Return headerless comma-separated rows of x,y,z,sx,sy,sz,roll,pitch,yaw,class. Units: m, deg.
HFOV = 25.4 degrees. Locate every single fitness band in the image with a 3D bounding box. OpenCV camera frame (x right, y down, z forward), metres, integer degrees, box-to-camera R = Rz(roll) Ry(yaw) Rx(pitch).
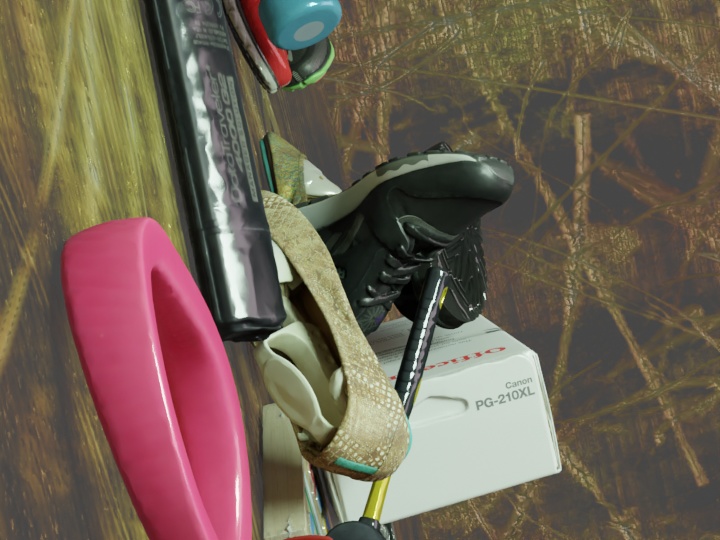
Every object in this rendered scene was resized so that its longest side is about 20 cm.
-0.067,0.065,0.583,0.200,0.037,0.145,74,1,-66,fitness band

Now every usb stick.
-0.078,-0.061,0.850,0.055,0.032,0.202,1,75,-56,usb stick

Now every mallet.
0.018,0.090,0.907,0.066,0.041,0.202,56,47,-74,mallet

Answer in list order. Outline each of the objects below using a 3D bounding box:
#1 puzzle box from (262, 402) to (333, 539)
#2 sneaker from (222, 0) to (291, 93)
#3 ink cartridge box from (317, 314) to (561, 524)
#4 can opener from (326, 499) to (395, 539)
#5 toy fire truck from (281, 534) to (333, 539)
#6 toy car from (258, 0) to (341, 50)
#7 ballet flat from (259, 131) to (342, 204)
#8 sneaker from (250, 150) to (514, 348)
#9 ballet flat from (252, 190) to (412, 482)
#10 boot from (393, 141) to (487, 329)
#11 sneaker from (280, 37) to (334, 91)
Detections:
-0.025,0.196,0.966,0.133,0.025,0.201,-97,174,-61,puzzle box
-0.074,-0.243,1.308,0.077,0.084,0.202,69,9,-69,sneaker
0.033,0.091,1.058,0.200,0.144,0.085,-141,-144,-79,ink cartridge box
-0.020,0.148,1.231,0.067,0.053,0.201,-47,-131,53,can opener
-0.009,0.248,0.784,0.141,0.048,0.201,75,3,-52,toy fire truck
-0.079,-0.286,1.142,0.199,0.176,0.185,7,54,-57,toy car
-0.040,-0.036,1.307,0.071,0.070,0.201,74,4,-52,ballet flat
0.011,-0.003,0.940,0.075,0.199,0.088,16,61,-48,sneaker
-0.039,0.029,0.889,0.065,0.071,0.201,5,42,-47,ballet flat
0.001,0.002,1.072,0.080,0.157,0.211,61,15,-17,boot
-0.081,-0.264,1.619,0.084,0.076,0.201,45,25,-52,sneaker
